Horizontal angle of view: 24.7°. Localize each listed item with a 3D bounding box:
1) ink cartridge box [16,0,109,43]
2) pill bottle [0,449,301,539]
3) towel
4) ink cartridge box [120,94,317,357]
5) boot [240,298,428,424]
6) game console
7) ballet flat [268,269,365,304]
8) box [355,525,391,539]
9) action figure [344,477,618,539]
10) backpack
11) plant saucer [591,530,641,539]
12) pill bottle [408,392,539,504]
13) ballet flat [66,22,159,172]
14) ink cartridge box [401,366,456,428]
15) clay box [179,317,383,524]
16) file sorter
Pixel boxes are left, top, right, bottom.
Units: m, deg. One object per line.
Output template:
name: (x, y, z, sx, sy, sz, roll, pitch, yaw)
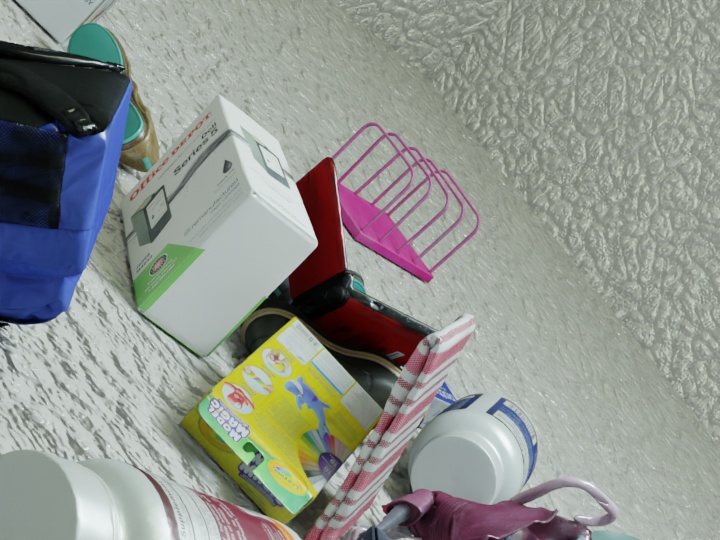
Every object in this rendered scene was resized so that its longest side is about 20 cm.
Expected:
ink cartridge box: (-0.339, -0.342, 1.832, 0.145, 0.083, 0.200, 44, 12, -10)
pill bottle: (-0.120, 0.167, 0.881, 0.200, 0.114, 0.114, 31, 20, -50)
towel: (0.024, 0.123, 1.312, 0.030, 0.201, 0.146, 31, 11, 8)
ink cartridge box: (-0.129, -0.043, 1.439, 0.084, 0.146, 0.200, 38, 15, -29)
boot: (-0.023, 0.122, 1.476, 0.199, 0.078, 0.138, 28, 22, -19)
game console: (0.000, 0.000, 1.529, 0.172, 0.119, 0.200, 26, -14, -10)
ballet flat: (-0.051, 0.013, 1.712, 0.073, 0.073, 0.200, 49, 15, 12)
box: (0.067, 0.301, 1.231, 0.200, 0.051, 0.158, 43, 12, -15)
action figure: (0.086, 0.209, 1.359, 0.200, 0.149, 0.134, 11, -31, 50)
backpack: (-0.259, -0.061, 1.034, 0.199, 0.169, 0.163, 11, 14, -6)
plant saucer: (0.360, 0.382, 1.983, 0.201, 0.039, 0.201, 44, 13, -13)
pill bottle: (0.108, 0.185, 1.591, 0.111, 0.111, 0.200, 48, 12, 7)
ballet flat: (-0.246, -0.168, 1.664, 0.200, 0.068, 0.072, 57, -4, 40)
ink cartridge box: (0.025, 0.105, 1.726, 0.200, 0.044, 0.094, 29, 22, -55)
clay box: (-0.063, 0.122, 1.302, 0.115, 0.048, 0.200, 47, 28, 1)
file sorter: (0.055, -0.099, 2.284, 0.200, 0.125, 0.139, 30, 21, -53)
